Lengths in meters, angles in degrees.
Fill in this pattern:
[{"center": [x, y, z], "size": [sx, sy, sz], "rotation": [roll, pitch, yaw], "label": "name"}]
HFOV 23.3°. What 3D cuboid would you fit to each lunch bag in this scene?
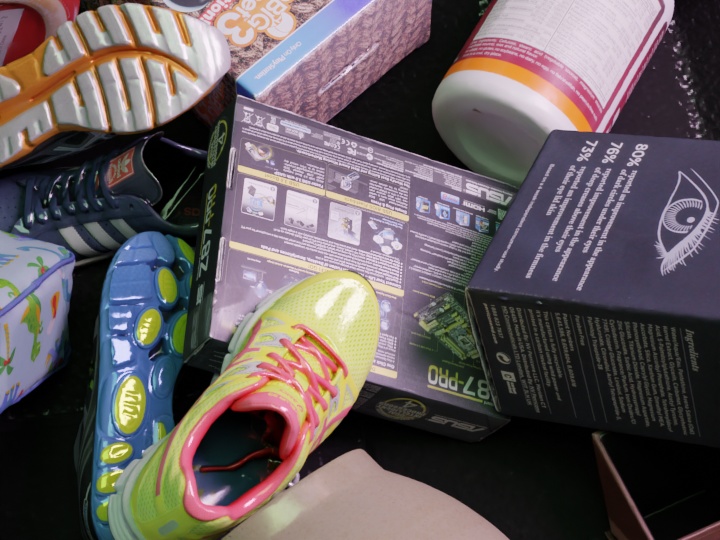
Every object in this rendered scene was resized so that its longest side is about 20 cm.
[{"center": [-0.260, 0.028, 0.994], "size": [0.159, 0.200, 0.083], "rotation": [11, 107, 6], "label": "lunch bag"}]

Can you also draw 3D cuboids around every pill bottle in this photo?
[{"center": [0.136, -0.155, 1.128], "size": [0.109, 0.110, 0.201], "rotation": [26, 66, 13], "label": "pill bottle"}]

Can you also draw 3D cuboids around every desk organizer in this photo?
[{"center": [0.237, 0.103, 1.001], "size": [0.198, 0.078, 0.072], "rotation": [-22, 30, -11], "label": "desk organizer"}]

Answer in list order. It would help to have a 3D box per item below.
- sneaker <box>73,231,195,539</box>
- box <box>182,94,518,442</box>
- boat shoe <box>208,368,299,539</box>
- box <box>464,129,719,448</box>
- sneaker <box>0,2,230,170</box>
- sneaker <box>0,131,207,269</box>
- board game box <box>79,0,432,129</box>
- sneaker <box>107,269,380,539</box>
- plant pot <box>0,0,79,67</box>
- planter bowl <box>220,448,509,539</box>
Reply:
[{"center": [-0.137, 0.070, 1.025], "size": [0.070, 0.083, 0.202], "rotation": [17, 65, -27], "label": "sneaker"}, {"center": [0.000, 0.000, 1.040], "size": [0.198, 0.049, 0.163], "rotation": [16, 59, -22], "label": "box"}, {"center": [-0.068, 0.135, 1.000], "size": [0.067, 0.074, 0.201], "rotation": [10, 62, 0], "label": "boat shoe"}, {"center": [0.181, 0.009, 0.985], "size": [0.198, 0.105, 0.148], "rotation": [8, 46, 29], "label": "box"}, {"center": [-0.170, -0.112, 1.083], "size": [0.198, 0.077, 0.079], "rotation": [-14, 88, 16], "label": "sneaker"}, {"center": [-0.155, -0.049, 1.087], "size": [0.197, 0.085, 0.076], "rotation": [-4, 63, -2], "label": "sneaker"}, {"center": [-0.076, -0.194, 1.154], "size": [0.159, 0.097, 0.200], "rotation": [-41, 70, -19], "label": "board game box"}, {"center": [-0.044, 0.073, 0.909], "size": [0.078, 0.090, 0.200], "rotation": [43, 60, -9], "label": "sneaker"}, {"center": [-0.291, -0.198, 1.101], "size": [0.199, 0.201, 0.183], "rotation": [-28, 70, -14], "label": "plant pot"}, {"center": [-0.009, 0.179, 0.895], "size": [0.199, 0.200, 0.135], "rotation": [-33, 78, -16], "label": "planter bowl"}]
